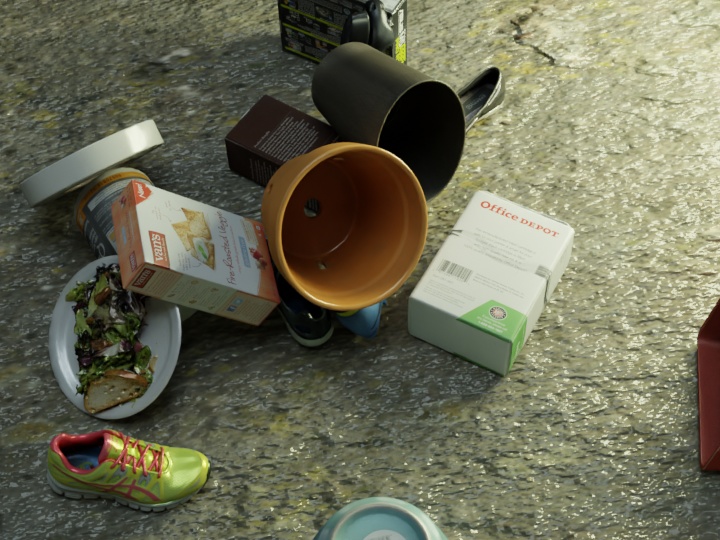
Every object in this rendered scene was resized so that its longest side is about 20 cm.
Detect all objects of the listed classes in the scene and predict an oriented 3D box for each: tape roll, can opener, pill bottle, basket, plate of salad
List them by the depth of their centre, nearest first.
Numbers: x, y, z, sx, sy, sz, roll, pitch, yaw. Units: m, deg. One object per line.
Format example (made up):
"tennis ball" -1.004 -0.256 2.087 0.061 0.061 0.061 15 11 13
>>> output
"plate of salad" -0.308 0.080 1.687 0.198 0.048 0.202 -3 82 26
"pill bottle" -0.283 -0.029 1.784 0.116 0.117 0.201 -26 57 -17
"basket" 0.029 -0.207 1.806 0.135 0.182 0.200 -20 39 -22
"tape roll" -0.357 -0.142 1.834 0.202 0.203 0.037 -28 96 -18
"can opener" 0.002 -0.298 1.931 0.078 0.201 0.064 -3 56 -11

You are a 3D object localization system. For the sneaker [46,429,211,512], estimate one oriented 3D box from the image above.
"sneaker" -0.274 0.226 1.607 0.198 0.091 0.079 0 51 0

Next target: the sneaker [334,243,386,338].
"sneaker" 0.000 0.000 1.794 0.065 0.079 0.202 -20 45 24

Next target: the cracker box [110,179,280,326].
"cracker box" -0.202 -0.020 1.692 0.199 0.058 0.135 17 41 -36

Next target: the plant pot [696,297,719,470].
"plant pot" 0.515 0.119 1.618 0.174 0.201 0.202 11 53 -4

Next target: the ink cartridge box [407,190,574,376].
"ink cartridge box" 0.168 0.013 1.762 0.145 0.085 0.201 24 57 18

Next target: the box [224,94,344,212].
"box" -0.079 -0.153 1.903 0.199 0.075 0.100 29 58 19

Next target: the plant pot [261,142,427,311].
"plant pot" -0.035 -0.065 1.690 0.199 0.202 0.140 -25 22 -17

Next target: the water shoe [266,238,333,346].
"water shoe" -0.097 0.008 1.775 0.071 0.079 0.200 -31 58 -21

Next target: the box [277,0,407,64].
"box" -0.027 -0.359 2.001 0.199 0.161 0.044 24 58 19

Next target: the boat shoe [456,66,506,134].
"boat shoe" 0.134 -0.221 1.957 0.067 0.057 0.200 35 61 24

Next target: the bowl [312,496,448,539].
"bowl" 0.021 0.330 1.513 0.198 0.106 0.202 -1 52 2
